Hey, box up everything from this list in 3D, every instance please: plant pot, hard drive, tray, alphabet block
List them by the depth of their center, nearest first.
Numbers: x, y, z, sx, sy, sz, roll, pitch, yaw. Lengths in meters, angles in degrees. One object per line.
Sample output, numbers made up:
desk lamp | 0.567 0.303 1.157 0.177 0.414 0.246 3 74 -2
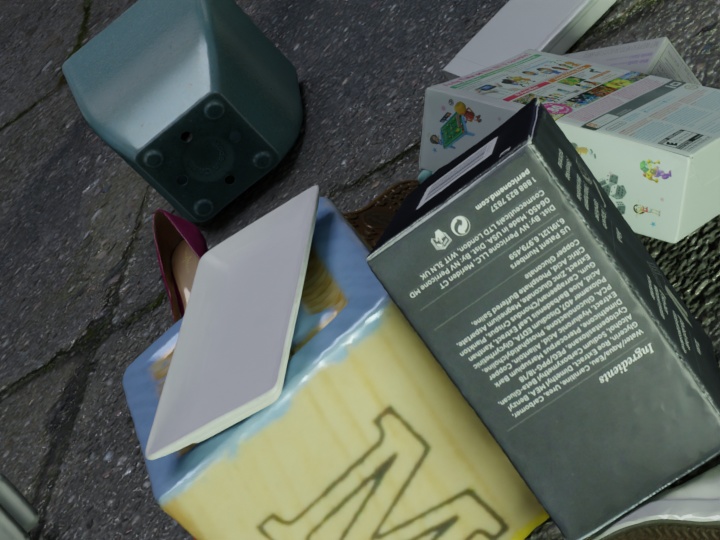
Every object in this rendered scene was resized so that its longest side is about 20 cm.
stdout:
tray | -0.072 0.033 1.006 0.107 0.022 0.201 -29 29 26
alphabet block | -0.015 0.107 1.070 0.196 0.200 0.196 -41 26 4
hard drive | 0.176 -0.240 1.509 0.200 0.026 0.132 -46 26 -4
plant pot | -0.176 -0.168 1.724 0.195 0.196 0.201 -38 36 10

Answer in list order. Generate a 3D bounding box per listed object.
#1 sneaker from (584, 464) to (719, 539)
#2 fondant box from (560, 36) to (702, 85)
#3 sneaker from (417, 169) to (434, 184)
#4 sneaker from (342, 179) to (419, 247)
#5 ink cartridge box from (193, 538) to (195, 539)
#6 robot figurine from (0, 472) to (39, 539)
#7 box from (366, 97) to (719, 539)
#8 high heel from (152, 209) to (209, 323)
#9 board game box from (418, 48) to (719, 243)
sneaker | 0.212 0.136 0.878 0.199 0.073 0.085 -23 12 34
fondant box | 0.160 -0.087 1.269 0.144 0.058 0.201 -2 49 53
sneaker | 0.042 0.011 1.199 0.077 0.086 0.202 31 103 54
sneaker | 0.000 0.000 1.270 0.067 0.091 0.200 27 35 32
ink cartridge box | -0.078 0.114 1.261 0.200 0.050 0.161 -45 4 -7
robot figurine | -0.382 0.264 1.445 0.199 0.113 0.170 -36 12 14
box | 0.114 0.021 0.953 0.117 0.201 0.197 -36 5 14
high heel | -0.167 0.021 1.522 0.067 0.096 0.200 -38 27 10
board game box | 0.163 -0.092 1.114 0.199 0.065 0.147 19 27 31
